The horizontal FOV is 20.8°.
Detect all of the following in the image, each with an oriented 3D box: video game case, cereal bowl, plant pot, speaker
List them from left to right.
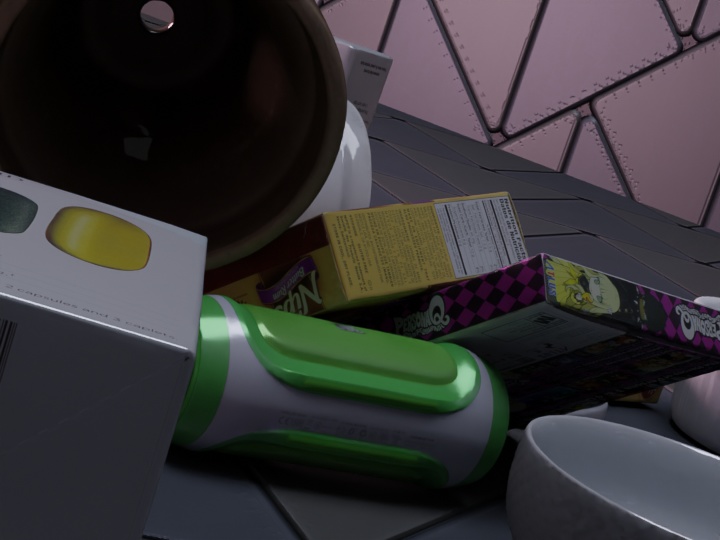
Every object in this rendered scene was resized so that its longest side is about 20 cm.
[{"bbox_3d":[-0.114,-0.121,1.107,0.200,0.201,0.175,16,24,-13],"label":"plant pot"},{"bbox_3d":[-0.019,0.068,1.065,0.200,0.089,0.088,13,12,-32],"label":"speaker"},{"bbox_3d":[0.098,0.049,1.190,0.181,0.036,0.200,16,-26,-40],"label":"video game case"},{"bbox_3d":[0.161,0.147,0.967,0.200,0.084,0.200,18,10,-3],"label":"cereal bowl"}]

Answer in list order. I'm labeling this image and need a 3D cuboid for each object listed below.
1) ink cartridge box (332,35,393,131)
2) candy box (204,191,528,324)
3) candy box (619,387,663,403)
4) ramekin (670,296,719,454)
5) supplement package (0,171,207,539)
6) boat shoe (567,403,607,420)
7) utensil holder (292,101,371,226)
[{"bbox_3d":[-0.083,-0.095,1.501,0.145,0.200,0.084,23,7,21],"label":"ink cartridge box"},{"bbox_3d":[0.000,0.000,1.173,0.117,0.057,0.200,-21,-8,35],"label":"candy box"},{"bbox_3d":[0.140,0.054,1.513,0.115,0.055,0.200,27,12,41],"label":"candy box"},{"bbox_3d":[0.337,0.100,1.511,0.200,0.098,0.200,18,9,-3],"label":"ramekin"},{"bbox_3d":[-0.148,0.053,0.707,0.151,0.151,0.200,17,10,-6],"label":"supplement package"},{"bbox_3d":[0.095,0.063,1.353,0.200,0.066,0.072,13,11,-28],"label":"boat shoe"},{"bbox_3d":[-0.119,-0.054,1.310,0.200,0.170,0.170,11,12,-26],"label":"utensil holder"}]
